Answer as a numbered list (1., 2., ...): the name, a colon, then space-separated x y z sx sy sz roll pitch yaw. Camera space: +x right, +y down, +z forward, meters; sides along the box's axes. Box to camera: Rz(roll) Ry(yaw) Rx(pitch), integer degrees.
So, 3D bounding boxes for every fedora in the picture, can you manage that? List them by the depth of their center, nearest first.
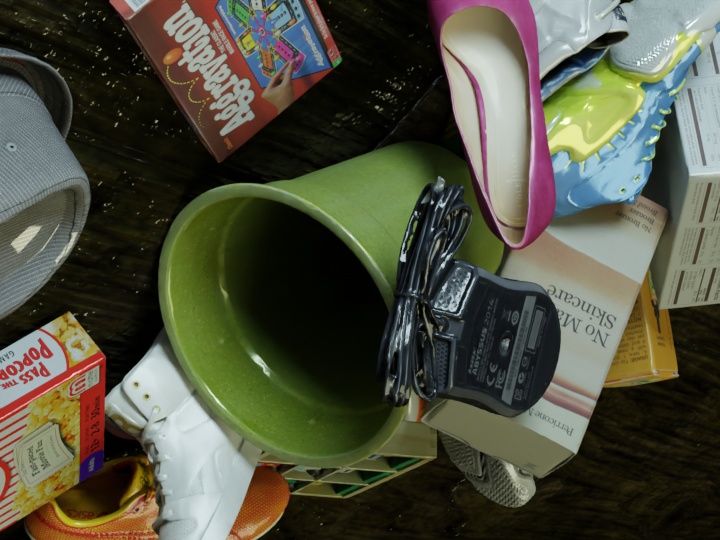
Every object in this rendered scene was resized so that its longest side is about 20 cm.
1. fedora: -0.219 -0.026 1.084 0.200 0.090 0.177 -23 151 -39

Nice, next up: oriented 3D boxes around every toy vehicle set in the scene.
1. toy vehicle set: -0.035 0.144 1.604 0.124 0.027 0.200 6 163 -19

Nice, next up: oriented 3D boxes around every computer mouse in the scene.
1. computer mouse: 0.062 0.032 1.290 0.200 0.053 0.139 29 74 -57

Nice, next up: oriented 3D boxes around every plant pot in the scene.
1. plant pot: 0.000 0.000 1.402 0.190 0.200 0.200 -36 160 -46

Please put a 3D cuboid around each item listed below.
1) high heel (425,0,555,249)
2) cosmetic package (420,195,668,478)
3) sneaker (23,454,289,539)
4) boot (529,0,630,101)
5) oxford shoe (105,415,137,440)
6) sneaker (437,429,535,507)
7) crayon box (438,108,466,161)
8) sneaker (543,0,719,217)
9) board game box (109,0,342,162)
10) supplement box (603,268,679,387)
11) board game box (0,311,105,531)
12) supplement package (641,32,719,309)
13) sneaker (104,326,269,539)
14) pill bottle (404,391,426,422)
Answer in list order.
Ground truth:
1. high heel: 0.079 -0.114 1.303 0.067 0.200 0.096 -7 -158 11
2. cosmetic package: 0.132 0.032 1.486 0.087 0.103 0.200 129 -16 -68
3. sneaker: -0.144 0.170 1.520 0.199 0.073 0.077 -5 142 -22
4. boot: 0.153 -0.190 1.386 0.200 0.096 0.074 -43 158 2
5. oxford shoe: -0.100 0.067 1.512 0.200 0.070 0.075 -20 118 -33
6. sneaker: 0.106 0.071 1.566 0.115 0.200 0.075 -31 -169 -29
7. crayon box: 0.125 -0.120 1.529 0.126 0.052 0.200 -26 154 -32
8. sneaker: 0.182 -0.112 1.434 0.200 0.076 0.105 -35 126 11
9. board game box: -0.073 -0.138 1.215 0.103 0.019 0.200 -39 158 -4
10. supplement box: 0.200 -0.008 1.661 0.069 0.201 0.067 -15 169 25
11. board game box: -0.260 0.128 1.354 0.200 0.046 0.152 -31 155 -24
12. supplement package: 0.270 -0.089 1.534 0.111 0.156 0.200 -5 152 -2
13. sneaker: -0.133 0.131 1.417 0.074 0.115 0.200 -50 -162 58
14. pill bottle: 0.073 0.046 1.661 0.200 0.114 0.114 -26 153 -32
